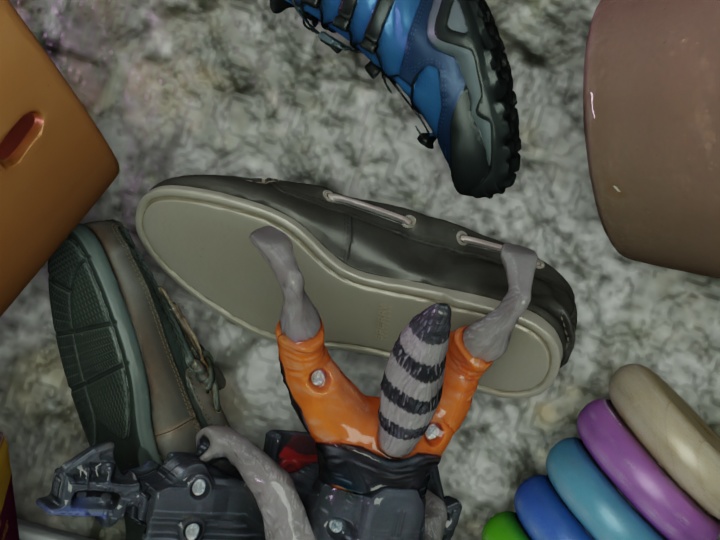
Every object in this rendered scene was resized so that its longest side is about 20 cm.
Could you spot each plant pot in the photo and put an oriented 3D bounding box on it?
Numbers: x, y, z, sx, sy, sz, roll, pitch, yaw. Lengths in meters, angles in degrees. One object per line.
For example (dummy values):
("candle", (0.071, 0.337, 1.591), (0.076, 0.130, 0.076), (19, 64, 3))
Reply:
("plant pot", (-0.192, -0.054, 0.899), (0.140, 0.200, 0.201), (-36, 89, -6))
("plant pot", (0.189, -0.066, 0.903), (0.173, 0.200, 0.202), (-3, 90, 21))

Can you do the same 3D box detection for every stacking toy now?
("stacking toy", (0.076, 0.136, 0.950), (0.200, 0.085, 0.085), (-45, 89, 8))

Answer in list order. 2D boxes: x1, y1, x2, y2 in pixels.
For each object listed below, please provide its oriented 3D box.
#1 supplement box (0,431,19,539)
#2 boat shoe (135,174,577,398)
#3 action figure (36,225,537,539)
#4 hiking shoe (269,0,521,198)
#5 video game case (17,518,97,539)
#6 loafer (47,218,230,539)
("supplement box", (-0.200, 0.175, 0.882), (0.130, 0.103, 0.202), (-1, 116, 1))
("boat shoe", (0.000, 0.000, 0.965), (0.199, 0.057, 0.067), (20, 126, 5))
("action figure", (-0.022, 0.083, 0.888), (0.199, 0.105, 0.195), (-2, 114, -28))
("hiking shoe", (0.007, -0.117, 0.957), (0.086, 0.074, 0.201), (-23, 79, 9))
("video game case", (-0.222, 0.188, 0.981), (0.198, 0.022, 0.184), (14, 91, 1))
("loafer", (-0.082, 0.071, 0.964), (0.063, 0.072, 0.202), (-18, 93, -32))
